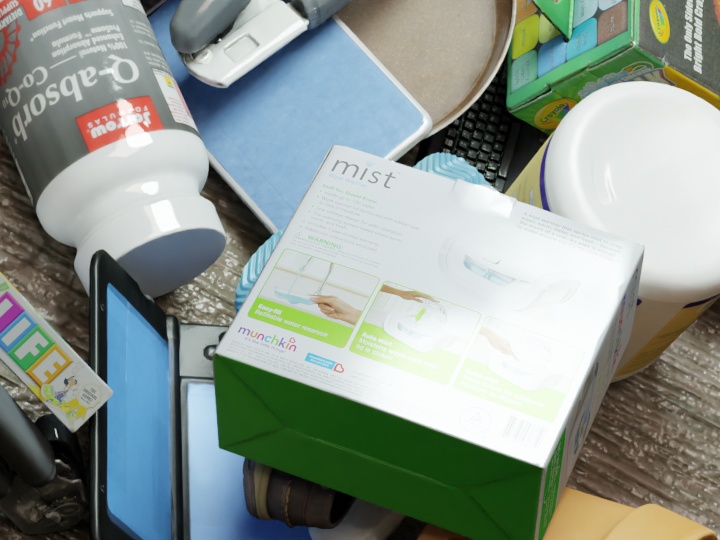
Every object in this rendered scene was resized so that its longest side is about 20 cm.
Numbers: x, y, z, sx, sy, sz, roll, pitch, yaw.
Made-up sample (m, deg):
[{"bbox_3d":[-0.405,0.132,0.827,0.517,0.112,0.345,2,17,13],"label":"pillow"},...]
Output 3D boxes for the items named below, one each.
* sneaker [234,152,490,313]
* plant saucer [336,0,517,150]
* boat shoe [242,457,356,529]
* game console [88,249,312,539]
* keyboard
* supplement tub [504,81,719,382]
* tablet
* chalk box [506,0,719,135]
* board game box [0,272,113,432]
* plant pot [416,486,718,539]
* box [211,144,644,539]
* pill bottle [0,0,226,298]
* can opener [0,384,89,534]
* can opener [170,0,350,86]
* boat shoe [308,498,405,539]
[{"bbox_3d":[0.000,0.000,1.660,0.199,0.081,0.077,-27,68,-35],"label":"sneaker"},{"bbox_3d":[0.010,-0.164,1.749,0.199,0.035,0.201,-6,67,14],"label":"plant saucer"},{"bbox_3d":[0.009,0.084,1.572,0.073,0.075,0.200,24,60,25],"label":"boat shoe"},{"bbox_3d":[-0.085,0.103,1.571,0.175,0.117,0.201,4,62,-13],"label":"game console"},{"bbox_3d":[0.067,-0.121,1.790,0.126,0.021,0.201,20,58,-5],"label":"keyboard"},{"bbox_3d":[0.156,-0.015,1.647,0.145,0.200,0.146,7,65,-16],"label":"supplement tub"},{"bbox_3d":[-0.060,-0.123,1.720,0.130,0.014,0.200,-38,67,-8],"label":"tablet"},{"bbox_3d":[0.177,-0.157,1.737,0.199,0.124,0.125,26,55,-32],"label":"chalk box"},{"bbox_3d":[-0.232,0.003,1.520,0.034,0.135,0.200,-43,37,-6],"label":"board game box"},{"bbox_3d":[0.102,0.208,1.537,0.140,0.201,0.200,29,57,21],"label":"plant pot"},{"bbox_3d":[0.040,0.041,1.497,0.199,0.097,0.177,18,51,13],"label":"box"},{"bbox_3d":[-0.164,-0.087,1.650,0.115,0.116,0.201,-17,68,-23],"label":"pill bottle"},{"bbox_3d":[-0.205,0.095,1.505,0.053,0.200,0.067,-17,57,8],"label":"can opener"},{"bbox_3d":[-0.037,-0.194,1.688,0.200,0.067,0.053,-38,63,-16],"label":"can opener"},{"bbox_3d":[0.031,0.112,1.629,0.072,0.069,0.200,0,45,29],"label":"boat shoe"}]
